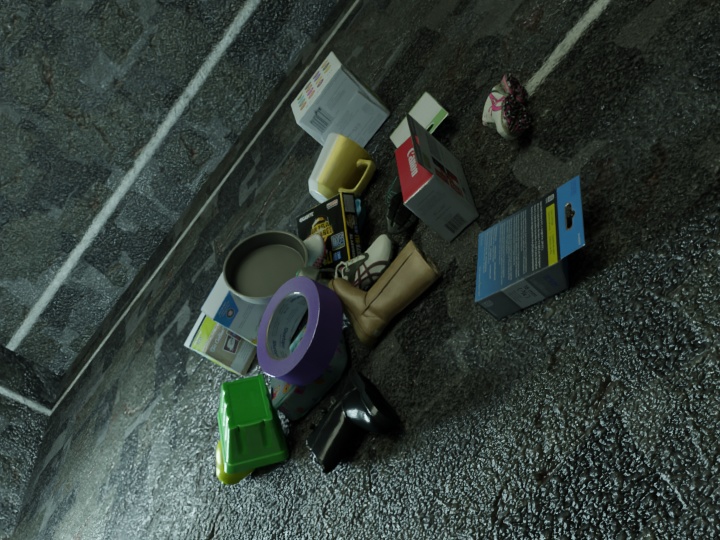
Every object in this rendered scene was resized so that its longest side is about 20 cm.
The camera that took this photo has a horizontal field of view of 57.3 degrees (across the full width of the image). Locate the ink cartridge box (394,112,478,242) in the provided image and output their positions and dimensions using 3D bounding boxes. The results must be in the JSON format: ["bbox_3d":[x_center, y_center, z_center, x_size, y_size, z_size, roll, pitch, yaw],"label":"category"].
[{"bbox_3d":[0.130,-0.186,1.284,0.084,0.174,0.203,-40,30,25],"label":"ink cartridge box"}]

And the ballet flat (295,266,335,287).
[{"bbox_3d":[-0.078,0.031,1.456,0.062,0.199,0.069,17,93,22],"label":"ballet flat"}]

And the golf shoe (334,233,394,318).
[{"bbox_3d":[0.000,0.000,1.398,0.203,0.087,0.077,-58,25,-6],"label":"golf shoe"}]

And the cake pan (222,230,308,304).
[{"bbox_3d":[-0.208,-0.005,1.467,0.194,0.037,0.204,-5,49,6],"label":"cake pan"}]

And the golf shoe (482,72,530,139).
[{"bbox_3d":[0.280,-0.301,1.283,0.092,0.072,0.202,-43,19,35],"label":"golf shoe"}]

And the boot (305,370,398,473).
[{"bbox_3d":[-0.021,0.277,1.139,0.164,0.073,0.198,-53,19,1],"label":"boot"}]

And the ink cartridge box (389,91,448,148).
[{"bbox_3d":[0.147,-0.331,1.559,0.146,0.047,0.201,-49,28,15],"label":"ink cartridge box"}]

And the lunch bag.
[{"bbox_3d":[-0.115,0.200,1.378,0.200,0.076,0.162,-47,28,19],"label":"lunch bag"}]

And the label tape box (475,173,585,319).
[{"bbox_3d":[0.269,-0.031,1.000,0.198,0.063,0.147,-32,35,40],"label":"label tape box"}]

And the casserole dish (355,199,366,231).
[{"bbox_3d":[-0.050,-0.103,1.651,0.198,0.038,0.124,-23,42,50],"label":"casserole dish"}]

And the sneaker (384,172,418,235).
[{"bbox_3d":[0.090,-0.147,1.445,0.079,0.074,0.203,-43,20,49],"label":"sneaker"}]

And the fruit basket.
[{"bbox_3d":[-0.237,0.357,1.385,0.215,0.151,0.223,170,90,-77],"label":"fruit basket"}]

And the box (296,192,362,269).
[{"bbox_3d":[-0.077,-0.077,1.574,0.198,0.048,0.165,-19,77,50],"label":"box"}]

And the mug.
[{"bbox_3d":[-0.056,-0.247,1.676,0.155,0.147,0.186,-57,6,-9],"label":"mug"}]

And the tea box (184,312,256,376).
[{"bbox_3d":[-0.347,0.151,1.764,0.195,0.132,0.204,2,62,61],"label":"tea box"}]

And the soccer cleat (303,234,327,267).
[{"bbox_3d":[-0.147,-0.021,1.553,0.199,0.084,0.070,-37,72,49],"label":"soccer cleat"}]

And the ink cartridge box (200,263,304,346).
[{"bbox_3d":[-0.258,0.093,1.604,0.150,0.198,0.144,-59,25,-9],"label":"ink cartridge box"}]

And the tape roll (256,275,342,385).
[{"bbox_3d":[-0.122,0.118,1.298,0.198,0.065,0.205,-28,50,39],"label":"tape roll"}]

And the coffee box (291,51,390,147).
[{"bbox_3d":[-0.061,-0.466,1.893,0.200,0.198,0.199,-47,27,14],"label":"coffee box"}]

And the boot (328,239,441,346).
[{"bbox_3d":[0.044,0.020,1.288,0.201,0.065,0.176,-48,59,18],"label":"boot"}]
